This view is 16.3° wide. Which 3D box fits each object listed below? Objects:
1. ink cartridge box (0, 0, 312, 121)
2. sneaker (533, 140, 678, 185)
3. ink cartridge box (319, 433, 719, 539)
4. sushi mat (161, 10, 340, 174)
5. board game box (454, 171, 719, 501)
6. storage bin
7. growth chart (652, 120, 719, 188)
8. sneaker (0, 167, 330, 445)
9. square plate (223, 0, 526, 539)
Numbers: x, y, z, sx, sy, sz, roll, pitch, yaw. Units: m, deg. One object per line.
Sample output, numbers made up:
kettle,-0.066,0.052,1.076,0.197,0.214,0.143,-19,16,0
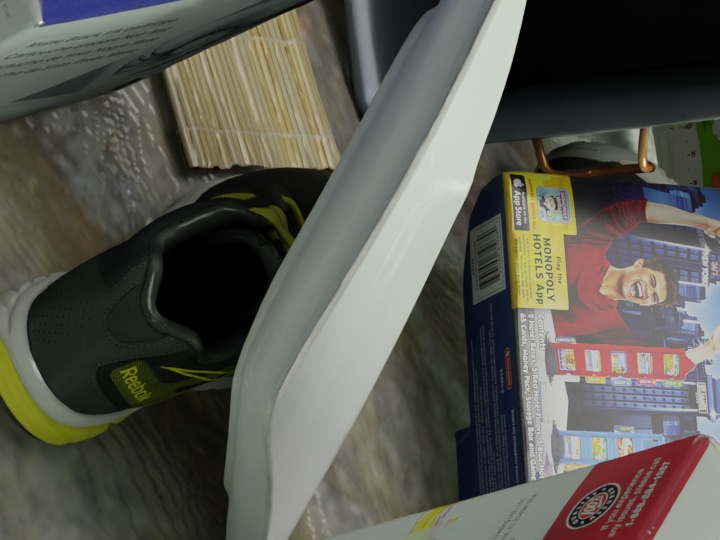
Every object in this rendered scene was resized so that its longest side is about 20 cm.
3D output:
ink cartridge box,-0.076,-0.092,0.814,0.199,0.200,0.041,-21,89,-53
sneaker,0.127,0.039,1.105,0.088,0.076,0.200,-34,96,-48
ink cartridge box,0.048,0.169,0.827,0.145,0.200,0.145,54,45,-16
sushi mat,-0.062,-0.133,1.007,0.096,0.012,0.201,-4,76,-51
board game box,0.140,0.069,1.040,0.199,0.062,0.201,5,73,-25
storage bin,0.112,-0.115,1.071,0.134,0.199,0.146,-12,96,-62
growth chart,0.165,-0.082,1.168,0.018,0.145,0.201,-1,74,-25
sneaker,-0.045,0.007,0.897,0.200,0.084,0.075,-33,99,-53
square plate,0.000,0.000,0.865,0.028,0.200,0.199,26,66,7
